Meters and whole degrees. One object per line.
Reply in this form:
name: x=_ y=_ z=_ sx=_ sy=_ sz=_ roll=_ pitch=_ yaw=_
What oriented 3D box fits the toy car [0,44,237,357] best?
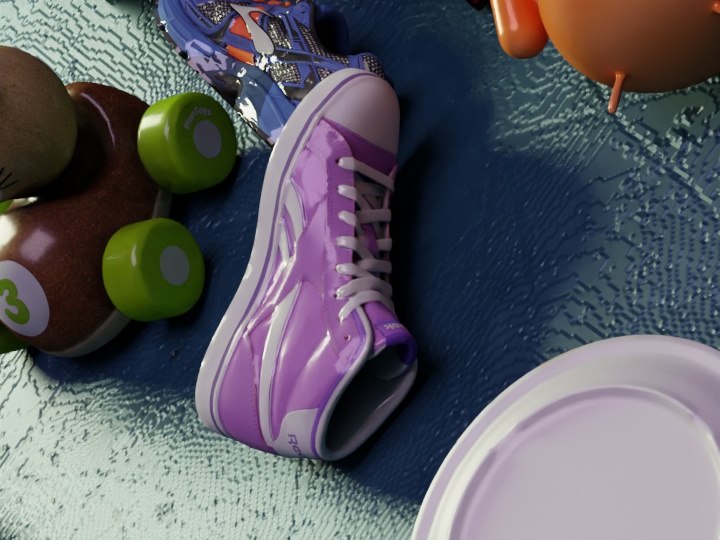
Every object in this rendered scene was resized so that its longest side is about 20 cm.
toy car: x=-0.199 y=-0.058 z=1.646 sx=0.164 sy=0.200 sz=0.158 roll=-12 pitch=55 yaw=42

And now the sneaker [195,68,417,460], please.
sneaker: x=0.000 y=0.000 z=1.502 sx=0.114 sy=0.073 sz=0.201 roll=13 pitch=84 yaw=47

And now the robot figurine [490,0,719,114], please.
robot figurine: x=0.132 y=-0.166 z=1.436 sx=0.143 sy=0.117 sz=0.200 roll=-4 pitch=49 yaw=-5

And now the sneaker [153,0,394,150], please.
sneaker: x=-0.043 y=-0.116 z=1.636 sx=0.078 sy=0.075 sz=0.200 roll=-44 pitch=46 yaw=1

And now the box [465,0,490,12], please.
box: x=-0.004 y=-0.235 z=1.563 sx=0.040 sy=0.200 sz=0.137 roll=-39 pitch=40 yaw=20

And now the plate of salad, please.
plate of salad: x=0.108 y=0.123 z=1.308 sx=0.199 sy=0.048 sz=0.201 roll=-18 pitch=56 yaw=28
